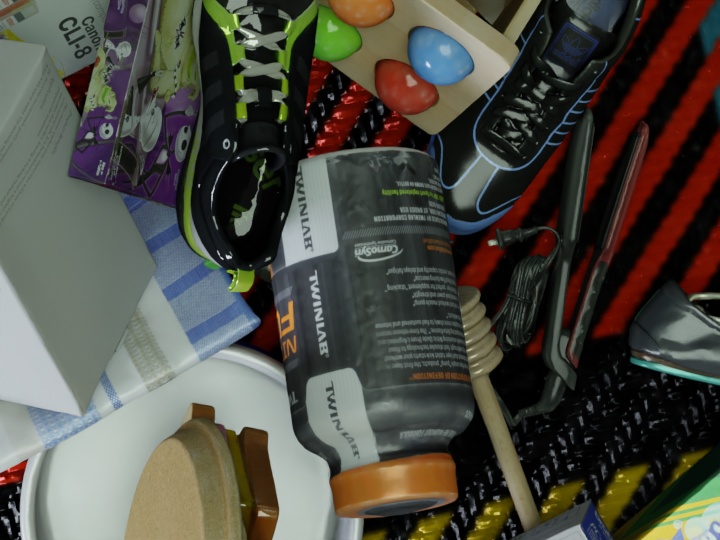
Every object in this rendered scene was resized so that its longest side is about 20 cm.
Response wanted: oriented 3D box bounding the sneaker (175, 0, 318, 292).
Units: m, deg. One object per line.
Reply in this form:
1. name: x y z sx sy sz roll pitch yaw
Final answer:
1. sneaker: -0.052 -0.087 1.612 0.072 0.083 0.200 -1 108 -21

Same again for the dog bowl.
1. dog bowl: -0.100 0.137 1.747 0.200 0.079 0.200 0 95 -5

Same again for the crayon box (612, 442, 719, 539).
1. crayon box: 0.202 0.206 1.795 0.200 0.052 0.126 -40 97 0

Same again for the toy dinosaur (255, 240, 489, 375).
1. toy dinosaur: 0.000 0.000 1.764 0.200 0.047 0.088 27 99 -4

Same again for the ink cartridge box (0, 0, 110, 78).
1. ink cartridge box: -0.229 -0.184 1.650 0.200 0.145 0.145 -28 57 -2

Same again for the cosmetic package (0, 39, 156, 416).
1. cosmetic package: -0.193 -0.024 1.618 0.081 0.200 0.113 9 54 24

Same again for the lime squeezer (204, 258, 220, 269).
1. lime squeezer: -0.078 -0.083 1.739 0.038 0.071 0.200 23 62 -11

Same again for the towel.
1. towel: -0.172 0.032 1.712 0.200 0.147 0.024 -29 138 -4

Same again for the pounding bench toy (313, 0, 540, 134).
1. pounding bench toy: 0.011 -0.197 1.679 0.200 0.124 0.156 35 66 -7

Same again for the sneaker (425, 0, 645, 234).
1. sneaker: 0.103 -0.112 1.735 0.070 0.078 0.200 31 84 -6

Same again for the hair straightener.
1. hair straightener: 0.111 -0.003 1.780 0.077 0.041 0.200 16 98 -6

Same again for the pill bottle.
1. pill bottle: 0.007 0.038 1.676 0.106 0.106 0.200 -7 78 -5

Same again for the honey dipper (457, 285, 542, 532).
1. honey dipper: 0.087 0.103 1.765 0.038 0.038 0.200 -24 112 -3

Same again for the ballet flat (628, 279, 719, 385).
1. ballet flat: 0.261 0.054 1.780 0.200 0.073 0.073 19 93 -4

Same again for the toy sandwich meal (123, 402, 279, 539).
1. toy sandwich meal: -0.079 0.171 1.617 0.070 0.205 0.205 6 94 -20

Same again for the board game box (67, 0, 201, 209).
1. board game box: -0.103 -0.138 1.638 0.032 0.120 0.200 13 89 18

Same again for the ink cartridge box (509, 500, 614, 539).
1. ink cartridge box: 0.072 0.223 1.755 0.200 0.044 0.094 -28 98 19
